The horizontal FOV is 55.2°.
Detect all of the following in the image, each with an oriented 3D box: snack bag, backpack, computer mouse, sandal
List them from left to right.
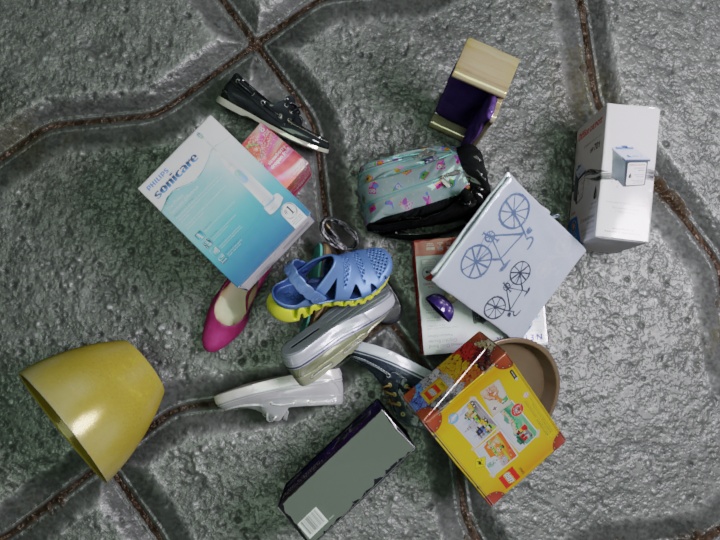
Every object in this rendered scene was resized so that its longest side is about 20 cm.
[{"bbox_3d":[-0.039,0.009,0.998,0.199,0.087,0.080,-21,56,-23],"label":"sandal"},{"bbox_3d":[0.000,0.000,1.083,0.058,0.034,0.201,-33,98,-2],"label":"computer mouse"},{"bbox_3d":[0.095,-0.122,1.059,0.198,0.167,0.128,-13,77,11],"label":"backpack"},{"bbox_3d":[0.224,-0.013,1.014,0.199,0.021,0.189,35,93,-26],"label":"snack bag"}]

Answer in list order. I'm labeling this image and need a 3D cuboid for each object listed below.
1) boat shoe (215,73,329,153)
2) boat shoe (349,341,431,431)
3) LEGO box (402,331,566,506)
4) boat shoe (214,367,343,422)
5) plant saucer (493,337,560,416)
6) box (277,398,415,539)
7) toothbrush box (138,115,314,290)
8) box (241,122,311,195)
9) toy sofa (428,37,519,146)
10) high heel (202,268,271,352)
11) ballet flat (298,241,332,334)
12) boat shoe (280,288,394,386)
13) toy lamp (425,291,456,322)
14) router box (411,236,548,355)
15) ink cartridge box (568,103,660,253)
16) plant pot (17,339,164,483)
[{"bbox_3d":[-0.130,-0.252,1.093,0.198,0.074,0.066,28,97,10],"label":"boat shoe"},{"bbox_3d":[0.058,0.182,1.062,0.199,0.071,0.091,25,79,-2],"label":"boat shoe"},{"bbox_3d":[0.180,0.214,0.989,0.149,0.077,0.200,-39,116,-4],"label":"LEGO box"},{"bbox_3d":[-0.123,0.199,1.066,0.198,0.072,0.069,-10,85,-11],"label":"boat shoe"},{"bbox_3d":[0.212,0.191,1.052,0.198,0.029,0.202,-6,110,-17],"label":"plant saucer"},{"bbox_3d":[-0.020,0.291,1.020,0.200,0.141,0.079,-42,85,-4],"label":"box"},{"bbox_3d":[-0.186,-0.092,0.977,0.200,0.085,0.147,43,86,2],"label":"toothbrush box"},{"bbox_3d":[-0.177,-0.115,1.070,0.102,0.095,0.200,41,86,3],"label":"box"},{"bbox_3d":[0.160,-0.250,1.037,0.082,0.200,0.098,24,80,0],"label":"toy sofa"},{"bbox_3d":[-0.188,0.037,1.057,0.067,0.096,0.201,36,85,1],"label":"high heel"},{"bbox_3d":[-0.053,0.059,1.074,0.072,0.068,0.202,14,75,-16],"label":"ballet flat"},{"bbox_3d":[-0.029,0.095,1.027,0.199,0.072,0.062,-31,118,-21],"label":"boat shoe"},{"bbox_3d":[0.184,-0.012,1.041,0.200,0.058,0.058,-44,88,-5],"label":"toy lamp"},{"bbox_3d":[0.187,0.036,1.090,0.198,0.049,0.181,-5,86,-2],"label":"router box"},{"bbox_3d":[0.386,-0.136,1.060,0.085,0.146,0.202,5,85,1],"label":"ink cartridge box"},{"bbox_3d":[-0.376,0.185,1.011,0.142,0.200,0.200,-39,87,-30],"label":"plant pot"}]
